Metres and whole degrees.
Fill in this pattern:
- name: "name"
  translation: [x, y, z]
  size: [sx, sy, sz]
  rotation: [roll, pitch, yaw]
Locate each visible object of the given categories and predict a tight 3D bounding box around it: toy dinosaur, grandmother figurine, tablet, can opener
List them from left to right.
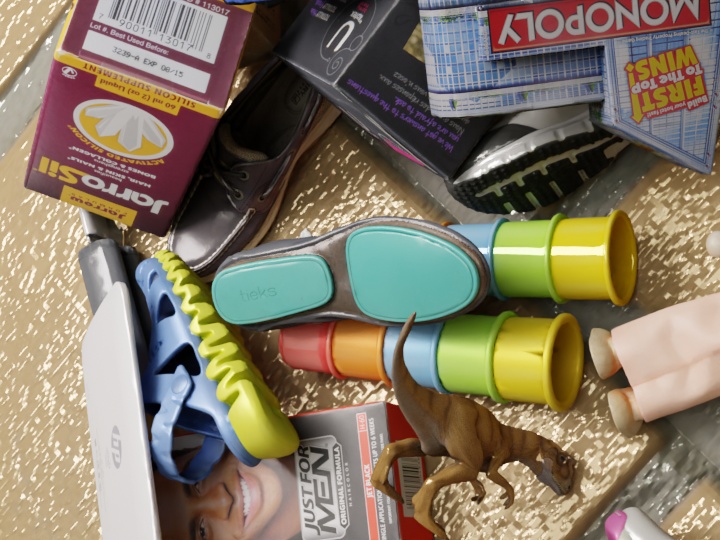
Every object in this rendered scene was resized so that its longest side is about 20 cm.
- name: "tablet"
  translation: [-0.159, 0.122, 1.091]
  size: [0.130, 0.014, 0.202]
  rotation: [132, 131, -60]
- name: "can opener"
  translation: [-0.169, -0.006, 1.185]
  size: [0.066, 0.053, 0.202]
  rotation: [-20, 73, 21]
- name: "toy dinosaur"
  translation: [0.049, 0.096, 1.000]
  size: [0.107, 0.200, 0.060]
  rotation: [-55, 41, 2]
- name: "grandmother figurine"
  translation: [0.239, 0.032, 0.992]
  size: [0.199, 0.061, 0.122]
  rotation: [-19, 100, 17]

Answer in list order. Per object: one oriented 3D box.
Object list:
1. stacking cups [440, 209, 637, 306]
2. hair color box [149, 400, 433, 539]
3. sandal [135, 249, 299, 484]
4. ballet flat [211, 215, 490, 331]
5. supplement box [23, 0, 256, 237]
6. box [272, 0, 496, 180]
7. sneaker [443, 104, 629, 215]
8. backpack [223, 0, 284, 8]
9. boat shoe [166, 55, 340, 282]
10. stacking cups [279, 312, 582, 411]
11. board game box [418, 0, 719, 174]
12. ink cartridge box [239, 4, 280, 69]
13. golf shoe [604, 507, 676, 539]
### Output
- name: "stacking cups"
  translation: [0.076, -0.003, 1.074]
  size: [0.199, 0.060, 0.061]
  rotation: [-4, 79, 28]
- name: "hair color box"
  translation: [-0.057, 0.152, 1.099]
  size: [0.199, 0.061, 0.102]
  rotation: [-12, 76, 23]
- name: "sandal"
  translation: [-0.116, 0.064, 1.088]
  size: [0.087, 0.080, 0.200]
  rotation: [-36, 43, 5]
- name: "ballet flat"
  translation: [0.000, 0.000, 1.046]
  size: [0.199, 0.073, 0.074]
  rotation: [-6, 78, 30]
- name: "supplement box"
  translation: [-0.150, -0.112, 1.097]
  size: [0.110, 0.200, 0.086]
  rotation: [19, 63, -9]
- name: "box"
  translation: [0.057, -0.176, 1.048]
  size: [0.200, 0.106, 0.122]
  rotation: [-52, 27, 1]
- name: "sneaker"
  translation: [0.138, -0.107, 1.054]
  size: [0.199, 0.074, 0.080]
  rotation: [-29, 63, 2]
- name: "backpack"
  translation: [-0.053, -0.267, 1.001]
  size: [0.161, 0.168, 0.201]
  rotation: [-12, 47, 17]
- name: "boat shoe"
  translation: [-0.078, -0.082, 1.150]
  size: [0.072, 0.065, 0.200]
  rotation: [42, 100, 22]
- name: "stacking cups"
  translation: [0.041, 0.056, 1.070]
  size: [0.199, 0.060, 0.061]
  rotation: [1, 80, 28]
- name: "board game box"
  translation: [0.137, -0.150, 0.960]
  size: [0.198, 0.062, 0.202]
  rotation: [-9, 100, -5]
- name: "ink cartridge box"
  translation: [-0.132, -0.250, 1.117]
  size: [0.075, 0.200, 0.166]
  rotation: [-16, 58, 23]
- name: "golf shoe"
  translation: [0.229, 0.203, 0.963]
  size: [0.091, 0.075, 0.200]
  rotation: [-42, 68, -5]
